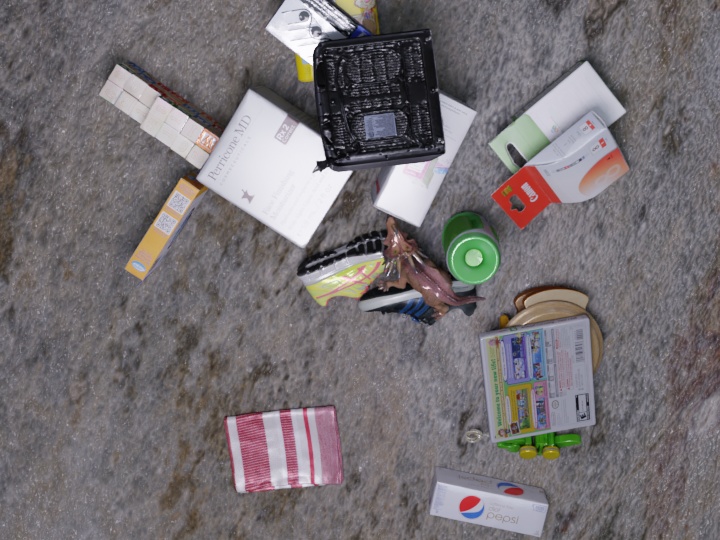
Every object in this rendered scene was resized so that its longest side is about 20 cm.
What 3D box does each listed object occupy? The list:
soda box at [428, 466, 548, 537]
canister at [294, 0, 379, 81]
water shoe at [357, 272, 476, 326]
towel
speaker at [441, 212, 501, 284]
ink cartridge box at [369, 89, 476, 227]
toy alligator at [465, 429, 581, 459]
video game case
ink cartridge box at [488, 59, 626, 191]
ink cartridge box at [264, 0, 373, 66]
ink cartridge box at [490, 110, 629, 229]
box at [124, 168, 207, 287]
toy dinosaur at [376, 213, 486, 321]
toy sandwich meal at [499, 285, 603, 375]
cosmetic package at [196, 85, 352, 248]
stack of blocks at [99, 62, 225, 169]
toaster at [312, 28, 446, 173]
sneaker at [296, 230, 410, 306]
[{"bbox_3d":[0.221,0.401,1.766,0.198,0.068,0.064,12,103,0],"label":"soda box"},{"bbox_3d":[-0.042,-0.404,1.584,0.147,0.087,0.202,-7,104,3],"label":"canister"},{"bbox_3d":[0.096,0.059,1.692,0.198,0.072,0.080,-11,105,5],"label":"water shoe"},{"bbox_3d":[-0.134,0.315,1.785,0.198,0.023,0.145,-6,102,4],"label":"towel"},{"bbox_3d":[0.173,-0.038,1.599,0.088,0.200,0.089,0,103,2],"label":"speaker"},{"bbox_3d":[0.095,-0.183,1.598,0.084,0.145,0.201,26,103,-7],"label":"ink cartridge box"},{"bbox_3d":[0.278,0.296,1.750,0.198,0.060,0.054,1,144,2],"label":"toy alligator"},{"bbox_3d":[0.292,0.180,1.674,0.180,0.022,0.202,-10,113,-2],"label":"video game case"},{"bbox_3d":[0.310,-0.231,1.622,0.200,0.059,0.104,-40,98,10],"label":"ink cartridge box"},{"bbox_3d":[-0.037,-0.342,1.535,0.199,0.044,0.094,37,104,-11],"label":"ink cartridge box"},{"bbox_3d":[0.317,-0.141,1.595,0.200,0.162,0.050,-42,59,8],"label":"ink cartridge box"},{"bbox_3d":[-0.317,-0.068,1.655,0.041,0.119,0.201,35,101,-6],"label":"box"},{"bbox_3d":[0.101,0.010,1.590,0.199,0.136,0.086,33,77,6],"label":"toy dinosaur"},{"bbox_3d":[0.310,0.123,1.703,0.203,0.070,0.207,-2,112,-5],"label":"toy sandwich meal"},{"bbox_3d":[-0.123,-0.167,1.600,0.199,0.165,0.166,32,101,-5],"label":"cosmetic package"},{"bbox_3d":[-0.310,-0.248,1.616,0.199,0.115,0.059,35,102,-5],"label":"stack of blocks"},{"bbox_3d":[0.017,-0.235,1.454,0.198,0.119,0.183,-8,89,-3],"label":"toaster"},{"bbox_3d":[0.000,0.000,1.688,0.198,0.078,0.091,-18,116,8],"label":"sneaker"}]
